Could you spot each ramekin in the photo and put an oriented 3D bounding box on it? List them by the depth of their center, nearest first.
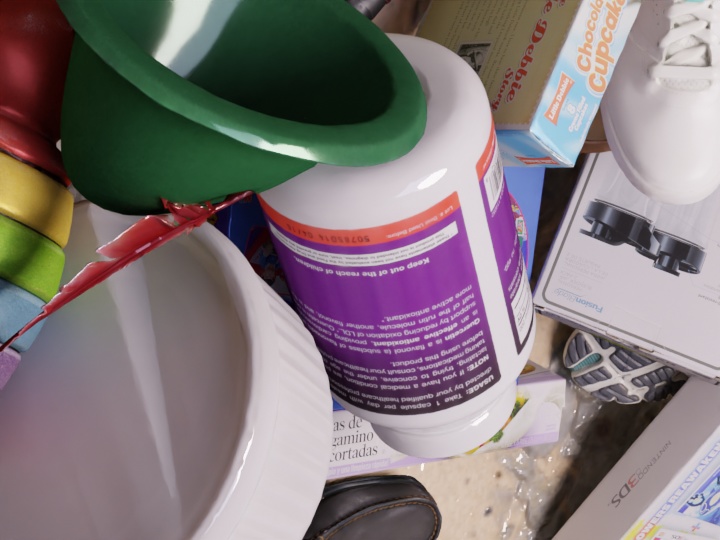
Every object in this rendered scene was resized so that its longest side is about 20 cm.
[{"bbox_3d":[-0.102,0.074,1.021,0.094,0.202,0.203,30,88,-51],"label":"ramekin"}]

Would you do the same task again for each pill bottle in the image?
[{"bbox_3d":[0.020,-0.005,1.060,0.112,0.112,0.201,-37,138,-21],"label":"pill bottle"}]

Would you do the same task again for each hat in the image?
[{"bbox_3d":[-0.093,-0.033,0.968,0.199,0.166,0.177,5,126,-38],"label":"hat"}]

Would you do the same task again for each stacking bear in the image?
[{"bbox_3d":[-0.175,-0.032,0.981,0.113,0.121,0.201,26,82,-33],"label":"stacking bear"}]

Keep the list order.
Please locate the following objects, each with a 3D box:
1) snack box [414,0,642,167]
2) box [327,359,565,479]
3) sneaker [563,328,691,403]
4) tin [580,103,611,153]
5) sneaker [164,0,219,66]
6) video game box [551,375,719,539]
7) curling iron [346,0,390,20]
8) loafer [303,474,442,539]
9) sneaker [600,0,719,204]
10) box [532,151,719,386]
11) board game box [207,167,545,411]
[{"bbox_3d":[0.091,-0.145,1.105,0.037,0.116,0.201,35,72,-34],"label":"snack box"},{"bbox_3d":[0.023,0.080,1.212,0.199,0.041,0.039,-5,109,-35],"label":"box"},{"bbox_3d":[0.200,0.002,1.297,0.200,0.080,0.078,-38,109,1],"label":"sneaker"},{"bbox_3d":[0.162,-0.127,1.177,0.199,0.042,0.113,-14,75,-1],"label":"tin"},{"bbox_3d":[-0.081,-0.141,1.030,0.200,0.074,0.089,35,82,-37],"label":"sneaker"},{"bbox_3d":[0.217,0.143,1.333,0.181,0.047,0.200,16,120,-42],"label":"video game box"},{"bbox_3d":[0.003,-0.144,1.121,0.200,0.026,0.050,-50,165,-6],"label":"curling iron"},{"bbox_3d":[-0.031,0.171,1.184,0.199,0.072,0.073,-28,120,-27],"label":"loafer"},{"bbox_3d":[0.162,-0.136,1.116,0.075,0.089,0.202,7,80,2],"label":"sneaker"},{"bbox_3d":[0.179,-0.051,1.222,0.060,0.116,0.201,44,66,-83],"label":"box"},{"bbox_3d":[0.000,0.000,1.162,0.199,0.045,0.135,-5,109,-36],"label":"board game box"}]
